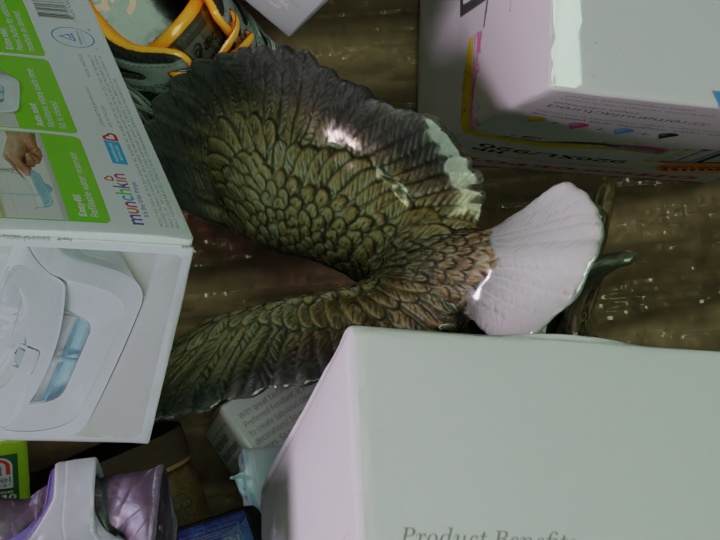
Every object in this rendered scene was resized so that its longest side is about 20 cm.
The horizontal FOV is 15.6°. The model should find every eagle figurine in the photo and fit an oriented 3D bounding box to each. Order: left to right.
[{"bbox_3d":[-0.002,0.006,1.041,0.200,0.152,0.151,17,109,-6],"label":"eagle figurine"}]

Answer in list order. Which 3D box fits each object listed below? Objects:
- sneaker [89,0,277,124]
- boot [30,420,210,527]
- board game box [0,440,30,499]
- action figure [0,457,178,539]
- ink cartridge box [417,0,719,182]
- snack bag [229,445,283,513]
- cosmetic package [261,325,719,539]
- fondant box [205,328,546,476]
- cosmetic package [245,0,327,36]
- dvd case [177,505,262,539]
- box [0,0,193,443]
[{"bbox_3d":[-0.066,-0.082,1.123,0.200,0.077,0.078,39,74,-8],"label":"sneaker"},{"bbox_3d":[-0.151,0.134,1.081,0.200,0.074,0.076,-22,98,-18],"label":"boot"},{"bbox_3d":[-0.239,0.057,1.047,0.199,0.048,0.102,-8,48,-12],"label":"board game box"},{"bbox_3d":[-0.169,0.099,0.972,0.199,0.130,0.070,-2,63,3],"label":"action figure"},{"bbox_3d":[0.120,-0.123,1.110,0.147,0.200,0.145,5,84,-13],"label":"ink cartridge box"},{"bbox_3d":[0.060,0.146,1.063,0.199,0.021,0.189,-9,68,-10],"label":"snack bag"},{"bbox_3d":[0.059,0.145,0.949,0.164,0.165,0.200,5,63,-13],"label":"cosmetic package"},{"bbox_3d":[0.049,0.108,1.125,0.144,0.058,0.200,-32,85,-16],"label":"fondant box"},{"bbox_3d":[-0.007,-0.210,1.119,0.107,0.090,0.200,40,59,-7],"label":"cosmetic package"},{"bbox_3d":[-0.075,0.201,1.006,0.142,0.018,0.200,-17,67,-11],"label":"dvd case"},{"bbox_3d":[-0.175,-0.031,0.994,0.176,0.200,0.097,1,122,-21],"label":"box"}]
